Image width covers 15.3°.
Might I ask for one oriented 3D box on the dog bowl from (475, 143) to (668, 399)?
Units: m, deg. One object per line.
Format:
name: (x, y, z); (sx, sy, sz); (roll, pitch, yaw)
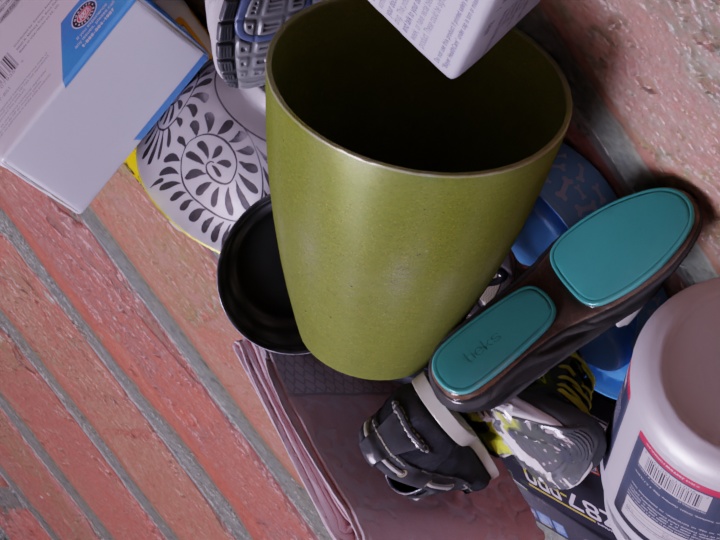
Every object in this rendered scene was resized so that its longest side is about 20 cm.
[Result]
dog bowl: (0.142, -0.005, 1.751); (0.111, 0.050, 0.200); (17, 144, 53)

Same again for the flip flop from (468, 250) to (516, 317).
flip flop: (0.040, -0.023, 1.896); (0.200, 0.081, 0.057); (25, 179, 42)

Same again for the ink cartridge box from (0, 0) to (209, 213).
ink cartridge box: (-0.215, -0.154, 1.849); (0.084, 0.145, 0.200); (35, -174, -41)

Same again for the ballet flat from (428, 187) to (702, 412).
ballet flat: (0.129, 0.020, 1.656); (0.068, 0.200, 0.068); (58, -175, 28)

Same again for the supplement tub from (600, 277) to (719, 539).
supplement tub: (0.224, 0.104, 1.655); (0.140, 0.140, 0.200); (41, 158, 16)

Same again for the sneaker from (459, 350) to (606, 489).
sneaker: (0.118, 0.080, 1.736); (0.075, 0.085, 0.200); (51, 171, -17)

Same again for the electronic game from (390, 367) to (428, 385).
electronic game: (0.021, 0.027, 1.898); (0.200, 0.200, 0.042); (36, 112, 27)

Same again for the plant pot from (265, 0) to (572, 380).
plant pot: (0.021, -0.038, 1.653); (0.187, 0.187, 0.201); (36, 135, 28)

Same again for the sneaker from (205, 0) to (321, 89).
sneaker: (-0.069, -0.216, 1.721); (0.087, 0.074, 0.201); (41, 131, 54)

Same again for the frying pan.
frying pan: (-0.006, -0.015, 1.752); (0.031, 0.189, 0.115); (-136, 27, -65)

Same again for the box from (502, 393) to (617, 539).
box: (0.141, 0.133, 1.996); (0.200, 0.049, 0.162); (29, 155, 39)

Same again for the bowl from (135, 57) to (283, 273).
bowl: (-0.046, -0.097, 1.811); (0.200, 0.200, 0.094); (38, 133, 24)

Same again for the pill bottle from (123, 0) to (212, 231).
pill bottle: (-0.152, -0.137, 2.000); (0.200, 0.113, 0.113); (52, 159, -13)

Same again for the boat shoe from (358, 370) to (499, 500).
boat shoe: (0.043, 0.117, 1.754); (0.072, 0.068, 0.200); (49, -179, 17)

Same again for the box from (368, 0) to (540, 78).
box: (0.032, -0.237, 1.479); (0.200, 0.105, 0.184); (44, 159, 7)

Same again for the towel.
towel: (0.023, 0.119, 1.858); (0.032, 0.199, 0.191); (-45, 60, 31)

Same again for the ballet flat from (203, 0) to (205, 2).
ballet flat: (-0.053, -0.179, 1.793); (0.200, 0.070, 0.067); (33, 157, 32)
